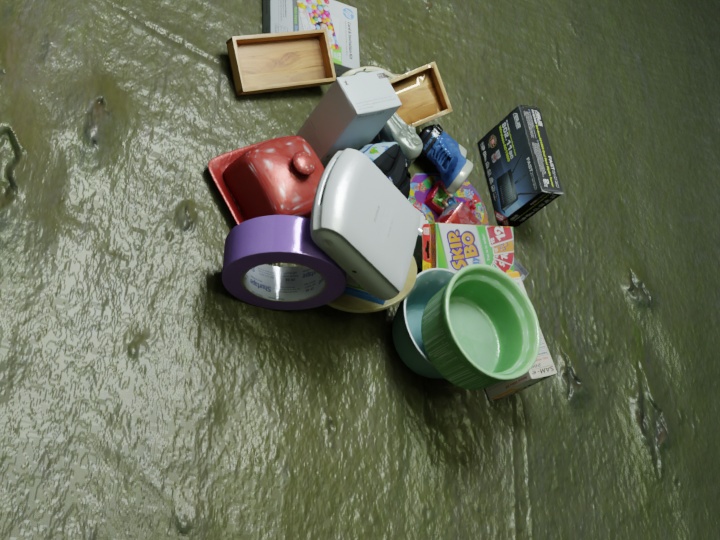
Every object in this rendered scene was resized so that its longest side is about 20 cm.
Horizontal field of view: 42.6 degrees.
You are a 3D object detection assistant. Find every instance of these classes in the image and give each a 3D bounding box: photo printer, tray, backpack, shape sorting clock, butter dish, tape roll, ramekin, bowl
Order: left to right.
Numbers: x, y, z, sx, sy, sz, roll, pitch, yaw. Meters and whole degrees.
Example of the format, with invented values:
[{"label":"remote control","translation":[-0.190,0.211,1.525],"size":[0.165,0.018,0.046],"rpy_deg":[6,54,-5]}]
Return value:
[{"label":"tray","translation":[-0.145,-0.388,1.719],"size":[0.197,0.037,0.101],"rpy_deg":[-13,92,-31]},{"label":"tape roll","translation":[-0.120,-0.009,1.468],"size":[0.197,0.200,0.067],"rpy_deg":[15,59,-26]},{"label":"butter dish","translation":[-0.124,-0.152,1.572],"size":[0.198,0.148,0.202],"rpy_deg":[-24,81,-38]},{"label":"shape sorting clock","translation":[0.000,0.000,1.599],"size":[0.196,0.040,0.202],"rpy_deg":[-1,47,1]},{"label":"photo printer","translation":[0.005,-0.076,1.427],"size":[0.200,0.069,0.169],"rpy_deg":[43,50,-36]},{"label":"backpack","translation":[0.021,-0.148,1.624],"size":[0.200,0.152,0.165],"rpy_deg":[-46,125,-43]},{"label":"tray","translation":[0.069,-0.317,1.783],"size":[0.197,0.037,0.100],"rpy_deg":[-24,98,-11]},{"label":"bowl","translation":[0.133,0.108,1.638],"size":[0.198,0.105,0.204],"rpy_deg":[15,60,-27]},{"label":"ramekin","translation":[0.196,0.101,1.553],"size":[0.197,0.097,0.204],"rpy_deg":[15,59,-27]}]

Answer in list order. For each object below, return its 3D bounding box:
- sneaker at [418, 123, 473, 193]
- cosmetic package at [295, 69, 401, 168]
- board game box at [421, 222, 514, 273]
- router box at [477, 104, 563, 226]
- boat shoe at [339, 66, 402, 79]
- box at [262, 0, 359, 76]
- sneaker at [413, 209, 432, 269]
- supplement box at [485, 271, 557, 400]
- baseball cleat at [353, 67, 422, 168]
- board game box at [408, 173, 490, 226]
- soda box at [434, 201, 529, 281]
[{"label":"sneaker","translation":[0.155,-0.224,1.806],"size":[0.110,0.077,0.201],"rpy_deg":[34,23,-12]},{"label":"cosmetic package","translation":[-0.028,-0.264,1.657],"size":[0.112,0.200,0.082],"rpy_deg":[-20,76,-36]},{"label":"board game box","translation":[0.200,-0.036,1.708],"size":[0.197,0.030,0.098],"rpy_deg":[1,86,-27]},{"label":"router box","translation":[0.325,-0.213,1.898],"size":[0.061,0.150,0.204],"rpy_deg":[2,65,-31]},{"label":"boat shoe","translation":[0.043,-0.354,1.836],"size":[0.197,0.072,0.066],"rpy_deg":[2,61,-39]},{"label":"box","translation":[-0.097,-0.475,1.823],"size":[0.197,0.041,0.159],"rpy_deg":[13,61,-29]},{"label":"sneaker","translation":[0.112,-0.067,1.738],"size":[0.199,0.076,0.081],"rpy_deg":[41,43,-11]},{"label":"supplement box","translation":[0.265,0.121,1.706],"size":[0.073,0.126,0.203],"rpy_deg":[-7,71,-37]},{"label":"baseball cleat","translation":[0.033,-0.272,1.720],"size":[0.069,0.107,0.202],"rpy_deg":[-17,66,-42]},{"label":"board game box","translation":[0.185,-0.130,1.834],"size":[0.197,0.039,0.161],"rpy_deg":[-3,69,-35]},{"label":"soda box","translation":[0.228,-0.036,1.778],"size":[0.200,0.063,0.070],"rpy_deg":[45,73,-13]}]
